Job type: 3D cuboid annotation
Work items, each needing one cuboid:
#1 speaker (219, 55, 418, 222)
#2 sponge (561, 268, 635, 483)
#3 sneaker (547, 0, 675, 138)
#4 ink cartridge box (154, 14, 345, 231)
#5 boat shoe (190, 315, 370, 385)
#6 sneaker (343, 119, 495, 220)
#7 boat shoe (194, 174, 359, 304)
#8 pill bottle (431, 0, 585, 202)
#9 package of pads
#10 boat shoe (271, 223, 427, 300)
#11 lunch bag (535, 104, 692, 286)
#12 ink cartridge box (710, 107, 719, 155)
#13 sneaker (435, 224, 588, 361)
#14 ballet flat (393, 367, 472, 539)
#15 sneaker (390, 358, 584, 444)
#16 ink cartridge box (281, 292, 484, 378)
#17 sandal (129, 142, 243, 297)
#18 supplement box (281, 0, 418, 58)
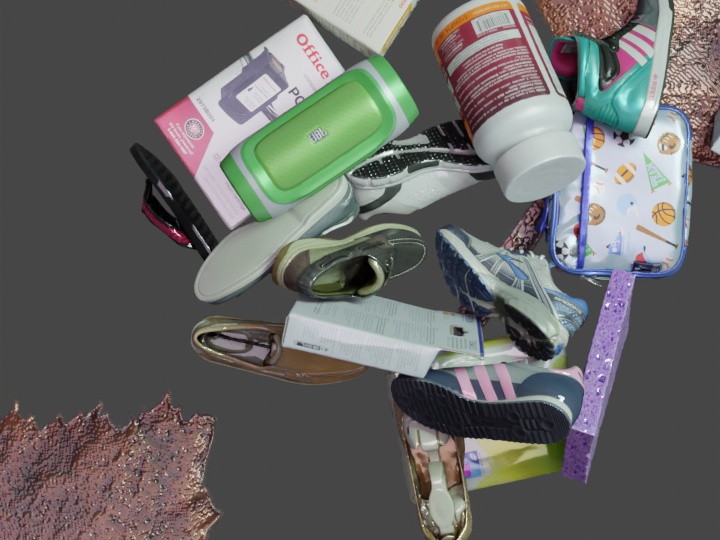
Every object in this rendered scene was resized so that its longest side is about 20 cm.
[{"bbox_3d":[-0.042,-0.134,1.503,0.200,0.088,0.089,-34,90,-1],"label":"speaker"},{"bbox_3d":[0.248,0.108,1.528,0.030,0.112,0.201,14,58,13],"label":"sponge"},{"bbox_3d":[0.261,-0.233,1.564,0.120,0.084,0.201,15,54,1],"label":"sneaker"},{"bbox_3d":[-0.097,-0.158,1.586,0.200,0.084,0.145,-35,91,-1],"label":"ink cartridge box"},{"bbox_3d":[-0.084,0.087,1.587,0.199,0.076,0.072,3,89,0],"label":"boat shoe"},{"bbox_3d":[0.073,-0.107,1.603,0.199,0.080,0.074,-9,48,-12],"label":"sneaker"},{"bbox_3d":[-0.084,-0.025,1.549,0.200,0.062,0.073,-40,48,2],"label":"boat shoe"},{"bbox_3d":[0.156,-0.180,1.547,0.109,0.110,0.201,-20,69,0],"label":"pill bottle"},{"bbox_3d":[0.134,0.152,1.592,0.199,0.068,0.155,-12,91,-1],"label":"package of pads"},{"bbox_3d":[0.000,-0.001,1.544,0.066,0.200,0.072,41,125,36],"label":"boat shoe"},{"bbox_3d":[0.274,-0.081,1.593,0.159,0.076,0.201,5,88,2],"label":"lunch bag"},{"bbox_3d":[0.491,-0.147,1.559,0.199,0.083,0.146,30,124,0],"label":"ink cartridge box"},{"bbox_3d":[0.161,0.013,1.578,0.085,0.077,0.200,-33,59,-24],"label":"sneaker"},{"bbox_3d":[0.079,0.195,1.526,0.070,0.065,0.201,-15,91,3],"label":"ballet flat"},{"bbox_3d":[0.130,0.121,1.472,0.199,0.082,0.070,8,129,29],"label":"sneaker"},{"bbox_3d":[0.026,0.064,1.528,0.199,0.200,0.041,12,100,2],"label":"ink cartridge box"},{"bbox_3d":[-0.197,-0.048,1.593,0.045,0.075,0.200,-34,92,9],"label":"sandal"},{"bbox_3d":[-0.029,-0.333,1.594,0.199,0.074,0.126,34,89,0],"label":"supplement box"}]
